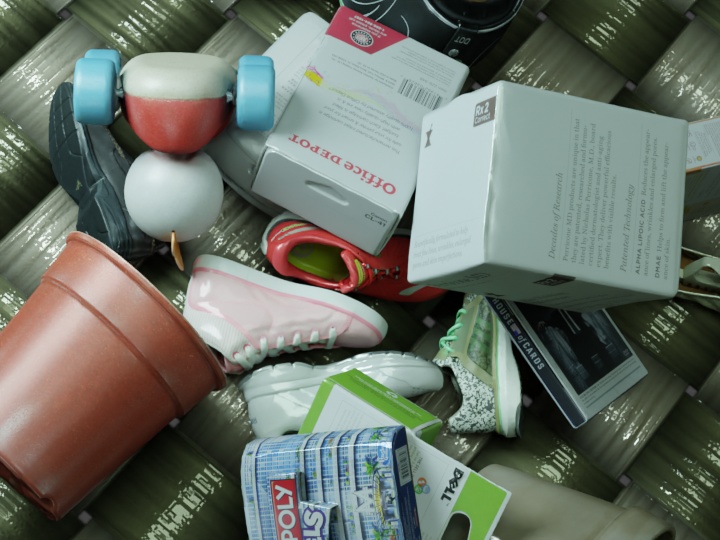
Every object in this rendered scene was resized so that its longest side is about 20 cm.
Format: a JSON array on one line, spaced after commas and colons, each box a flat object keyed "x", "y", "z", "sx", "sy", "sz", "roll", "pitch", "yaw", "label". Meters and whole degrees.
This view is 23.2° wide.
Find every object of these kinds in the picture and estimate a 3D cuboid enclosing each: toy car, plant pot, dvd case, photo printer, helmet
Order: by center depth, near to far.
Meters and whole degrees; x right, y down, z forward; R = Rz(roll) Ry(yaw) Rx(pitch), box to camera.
[{"x": -0.257, "y": 0.105, "z": 1.574, "sx": 0.201, "sy": 0.201, "sz": 0.195, "roll": 40, "pitch": 73, "yaw": 8, "label": "plant pot"}, {"x": 0.161, "y": 0.272, "z": 1.591, "sx": 0.173, "sy": 0.201, "sz": 0.200, "roll": 32, "pitch": 62, "yaw": 24, "label": "plant pot"}, {"x": -0.177, "y": -0.103, "z": 1.671, "sx": 0.183, "sy": 0.177, "sz": 0.202, "roll": 2, "pitch": 102, "yaw": -4, "label": "toy car"}, {"x": 0.191, "y": 0.045, "z": 1.720, "sx": 0.201, "sy": 0.025, "sz": 0.150, "roll": 56, "pitch": 35, "yaw": 6, "label": "dvd case"}, {"x": -0.058, "y": -0.146, "z": 1.786, "sx": 0.166, "sy": 0.070, "sz": 0.200, "roll": 38, "pitch": 65, "yaw": 7, "label": "photo printer"}, {"x": 0.068, "y": -0.297, "z": 1.814, "sx": 0.199, "sy": 0.190, "sz": 0.202, "roll": 5, "pitch": 80, "yaw": -27, "label": "helmet"}]

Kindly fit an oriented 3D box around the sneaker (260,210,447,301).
[{"x": 0.000, "y": 0.000, "z": 1.707, "sx": 0.198, "sy": 0.078, "sz": 0.085, "roll": 9, "pitch": 20, "yaw": -10, "label": "sneaker"}]

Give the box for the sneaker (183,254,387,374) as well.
[{"x": -0.080, "y": 0.063, "z": 1.687, "sx": 0.199, "sy": 0.075, "sz": 0.105, "roll": 18, "pitch": 68, "yaw": -2, "label": "sneaker"}]

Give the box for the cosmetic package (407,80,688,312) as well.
[{"x": 0.169, "y": -0.062, "z": 1.594, "sx": 0.199, "sy": 0.165, "sz": 0.166, "roll": 9, "pitch": 80, "yaw": -21, "label": "cosmetic package"}]

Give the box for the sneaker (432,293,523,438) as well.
[{"x": 0.105, "y": 0.074, "z": 1.723, "sx": 0.088, "sy": 0.077, "sz": 0.201, "roll": -9, "pitch": 64, "yaw": -1, "label": "sneaker"}]

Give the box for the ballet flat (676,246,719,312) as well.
[{"x": 0.330, "y": -0.005, "z": 1.803, "sx": 0.198, "sy": 0.062, "sz": 0.068, "roll": 13, "pitch": 64, "yaw": -5, "label": "ballet flat"}]

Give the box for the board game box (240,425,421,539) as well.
[{"x": -0.046, "y": 0.247, "z": 1.541, "sx": 0.198, "sy": 0.062, "sz": 0.202, "roll": -8, "pitch": 92, "yaw": 22, "label": "board game box"}]

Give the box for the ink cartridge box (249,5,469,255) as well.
[{"x": 0.000, "y": -0.138, "z": 1.696, "sx": 0.147, "sy": 0.086, "sz": 0.201, "roll": 27, "pitch": 58, "yaw": -1, "label": "ink cartridge box"}]

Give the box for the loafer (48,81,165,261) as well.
[{"x": -0.254, "y": -0.095, "z": 1.733, "sx": 0.072, "sy": 0.073, "sz": 0.201, "roll": -6, "pitch": 69, "yaw": -37, "label": "loafer"}]

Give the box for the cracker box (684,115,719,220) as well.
[{"x": 0.374, "y": -0.110, "z": 1.820, "sx": 0.199, "sy": 0.134, "sz": 0.058, "roll": -13, "pitch": 68, "yaw": -17, "label": "cracker box"}]

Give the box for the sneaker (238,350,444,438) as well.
[{"x": -0.015, "y": 0.126, "z": 1.681, "sx": 0.198, "sy": 0.075, "sz": 0.088, "roll": -9, "pitch": 79, "yaw": -8, "label": "sneaker"}]

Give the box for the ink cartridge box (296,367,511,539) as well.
[{"x": 0.032, "y": 0.203, "z": 1.579, "sx": 0.199, "sy": 0.076, "sz": 0.149, "roll": 30, "pitch": 105, "yaw": 17, "label": "ink cartridge box"}]
